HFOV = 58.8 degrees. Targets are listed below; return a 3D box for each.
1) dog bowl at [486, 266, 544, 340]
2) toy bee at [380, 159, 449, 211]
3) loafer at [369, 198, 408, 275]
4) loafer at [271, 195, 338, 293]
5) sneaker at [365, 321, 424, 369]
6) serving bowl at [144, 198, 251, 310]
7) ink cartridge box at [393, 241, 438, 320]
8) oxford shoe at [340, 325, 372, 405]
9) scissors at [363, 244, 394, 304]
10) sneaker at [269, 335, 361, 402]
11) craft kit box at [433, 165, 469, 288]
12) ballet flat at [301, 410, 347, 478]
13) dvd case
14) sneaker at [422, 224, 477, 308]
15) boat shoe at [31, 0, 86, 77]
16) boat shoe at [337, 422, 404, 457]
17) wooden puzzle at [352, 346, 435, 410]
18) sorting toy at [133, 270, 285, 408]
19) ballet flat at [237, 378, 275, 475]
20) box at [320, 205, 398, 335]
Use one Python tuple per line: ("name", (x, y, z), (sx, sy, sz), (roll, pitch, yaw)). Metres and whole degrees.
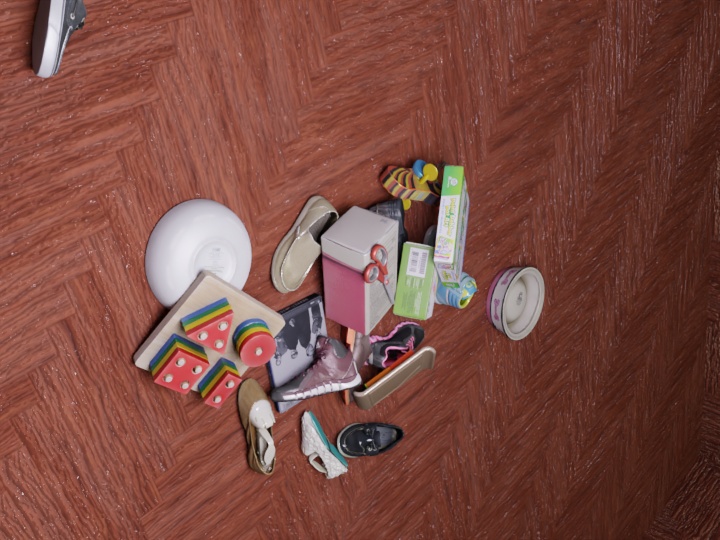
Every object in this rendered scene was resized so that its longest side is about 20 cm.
("dog bowl", (0.422, 0.083, 1.758), (0.196, 0.073, 0.207), (-14, 111, -39))
("toy bee", (0.141, -0.183, 1.382), (0.195, 0.111, 0.132), (-21, 161, -21))
("loafer", (0.066, -0.070, 1.394), (0.074, 0.070, 0.204), (-79, 164, -48))
("loafer", (-0.106, -0.049, 1.231), (0.075, 0.067, 0.205), (31, 81, -43))
("sneaker", (0.090, 0.179, 1.463), (0.196, 0.094, 0.082), (-19, 113, -39))
("serving bowl", (-0.264, -0.016, 1.096), (0.196, 0.065, 0.207), (-14, 111, -40))
("ink cartridge box", (0.136, 0.020, 1.406), (0.199, 0.073, 0.153), (-2, 101, -75))
("oxford shoe", (-0.007, 0.192, 1.379), (0.070, 0.071, 0.207), (3, 102, -18))
("scissors", (0.051, 0.011, 1.235), (0.075, 0.014, 0.200), (-68, 154, -9))
("sneaker", (-0.098, 0.195, 1.291), (0.194, 0.075, 0.120), (-7, 81, -29))
("craft kit box", (0.197, -0.087, 1.362), (0.198, 0.047, 0.207), (57, 40, -71))
("ballet flat", (-0.090, 0.388, 1.379), (0.072, 0.071, 0.203), (-45, 128, -23))
("dvd case", (-0.127, 0.168, 1.305), (0.148, 0.024, 0.206), (-25, 119, -36))
("sneaker", (0.218, -0.004, 1.503), (0.078, 0.129, 0.206), (-29, 120, -30))
("boat shoe", (-0.400, -0.361, 0.869), (0.056, 0.068, 0.207), (9, 94, -43))
("boat shoe", (0.030, 0.387, 1.470), (0.196, 0.065, 0.077), (15, 65, -46))
("wooden puzzle", (0.074, 0.235, 1.412), (0.196, 0.038, 0.186), (-30, 160, -7))
("sorting toy", (-0.248, 0.134, 1.102), (0.200, 0.070, 0.199), (-48, 134, 6))
("ballet flat", (-0.195, 0.313, 1.251), (0.066, 0.071, 0.207), (-15, 112, -37))
("box", (0.000, 0.000, 1.269), (0.128, 0.106, 0.205), (-44, 145, -42))
